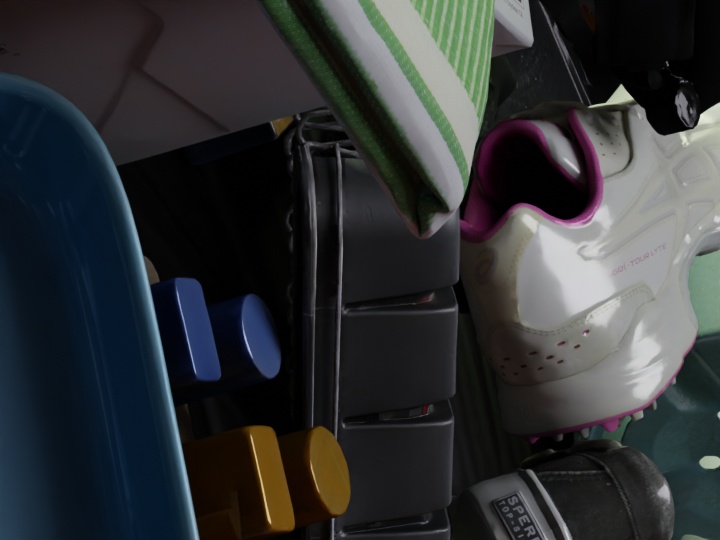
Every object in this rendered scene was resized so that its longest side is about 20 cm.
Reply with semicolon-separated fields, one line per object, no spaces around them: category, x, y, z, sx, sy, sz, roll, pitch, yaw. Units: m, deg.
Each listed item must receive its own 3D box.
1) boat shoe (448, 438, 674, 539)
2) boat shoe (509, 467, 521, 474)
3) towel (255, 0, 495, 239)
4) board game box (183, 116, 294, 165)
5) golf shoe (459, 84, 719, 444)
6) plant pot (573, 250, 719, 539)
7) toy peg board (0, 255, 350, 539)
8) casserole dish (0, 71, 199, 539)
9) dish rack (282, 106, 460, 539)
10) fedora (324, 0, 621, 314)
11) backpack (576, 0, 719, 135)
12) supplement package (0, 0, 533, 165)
boat shoe;0.065;0.098;0.914;0.200;0.063;0.071;121;-54;-79
boat shoe;0.094;0.121;1.089;0.200;0.071;0.070;43;10;-48
towel;-0.002;-0.126;0.632;0.153;0.023;0.201;53;32;-46
board game box;-0.060;-0.151;0.921;0.201;0.035;0.136;69;21;-13
golf shoe;0.084;-0.031;0.917;0.092;0.075;0.200;59;32;-23
plant pot;0.168;0.007;1.158;0.200;0.200;0.196;57;28;-37
toy peg board;-0.049;0.079;0.693;0.200;0.098;0.200;8;68;-68
casserole dish;-0.100;0.048;0.583;0.039;0.121;0.201;124;-44;-70
dish rack;0.000;0.000;0.861;0.200;0.054;0.154;-100;-169;-62
fedora;0.046;-0.047;1.028;0.200;0.091;0.201;33;51;-53
backpack;0.092;-0.169;0.880;0.200;0.167;0.127;49;-3;-23
supplement package;-0.067;-0.122;0.710;0.200;0.155;0.111;34;46;-59
